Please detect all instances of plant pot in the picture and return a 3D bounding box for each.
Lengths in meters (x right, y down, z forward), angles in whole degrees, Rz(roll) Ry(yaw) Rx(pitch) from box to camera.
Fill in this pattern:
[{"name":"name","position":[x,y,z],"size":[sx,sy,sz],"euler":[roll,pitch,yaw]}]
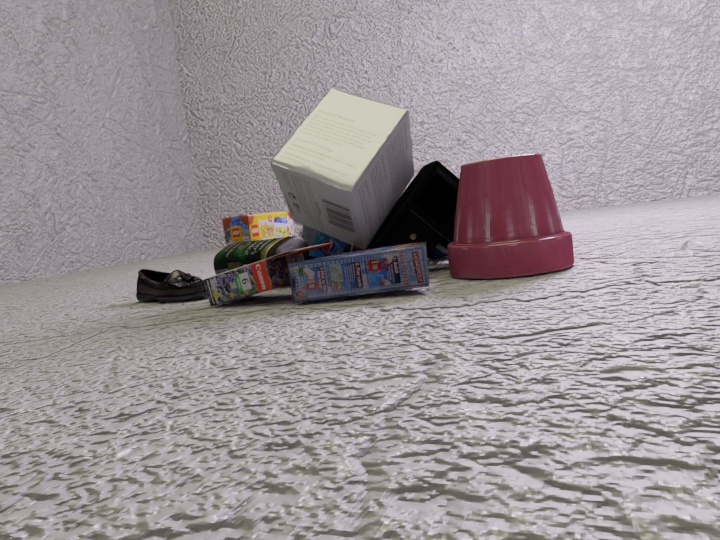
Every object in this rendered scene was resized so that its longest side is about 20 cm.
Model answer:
[{"name":"plant pot","position":[0.235,-0.089,0.900],"size":[0.199,0.180,0.200],"euler":[-7,7,1]}]

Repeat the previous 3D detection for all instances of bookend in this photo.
[{"name":"bookend","position":[0.144,-0.061,1.035],"size":[0.200,0.199,0.092],"euler":[-52,10,-3]}]

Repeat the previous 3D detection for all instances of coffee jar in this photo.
[{"name":"coffee jar","position":[-0.197,-0.017,1.127],"size":[0.199,0.086,0.104],"euler":[-3,25,36]}]

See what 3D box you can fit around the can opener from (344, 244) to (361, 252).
[{"name":"can opener","position":[0.046,-0.034,1.162],"size":[0.199,0.064,0.079],"euler":[-6,26,31]}]

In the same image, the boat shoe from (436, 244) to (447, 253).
[{"name":"boat shoe","position":[0.146,-0.094,1.178],"size":[0.072,0.071,0.200],"euler":[-39,29,-18]}]

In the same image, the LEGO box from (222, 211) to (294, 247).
[{"name":"LEGO box","position":[-0.241,-0.065,1.370],"size":[0.077,0.150,0.200],"euler":[-5,7,24]}]

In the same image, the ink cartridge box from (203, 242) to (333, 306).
[{"name":"ink cartridge box","position":[-0.144,0.006,0.904],"size":[0.199,0.051,0.109],"euler":[-15,1,29]}]

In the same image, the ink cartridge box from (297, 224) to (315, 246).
[{"name":"ink cartridge box","position":[-0.071,-0.095,1.336],"size":[0.162,0.200,0.050],"euler":[-9,46,-16]}]

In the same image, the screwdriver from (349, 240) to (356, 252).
[{"name":"screwdriver","position":[-0.022,-0.028,1.033],"size":[0.029,0.028,0.200],"euler":[-28,-7,-5]}]

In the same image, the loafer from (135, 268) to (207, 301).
[{"name":"loafer","position":[-0.371,0.025,1.079],"size":[0.199,0.063,0.072],"euler":[-3,7,34]}]

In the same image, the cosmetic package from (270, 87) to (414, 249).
[{"name":"cosmetic package","position":[-0.022,-0.182,0.994],"size":[0.166,0.200,0.168],"euler":[23,-27,22]}]

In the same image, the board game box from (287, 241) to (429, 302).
[{"name":"board game box","position":[0.027,-0.002,0.859],"size":[0.199,0.062,0.200],"euler":[-6,5,27]}]

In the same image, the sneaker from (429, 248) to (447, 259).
[{"name":"sneaker","position":[0.236,-0.069,1.221],"size":[0.199,0.070,0.078],"euler":[-6,13,21]}]

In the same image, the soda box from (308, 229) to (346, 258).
[{"name":"soda box","position":[-0.060,-0.080,1.147],"size":[0.064,0.068,0.200],"euler":[17,18,-6]}]
